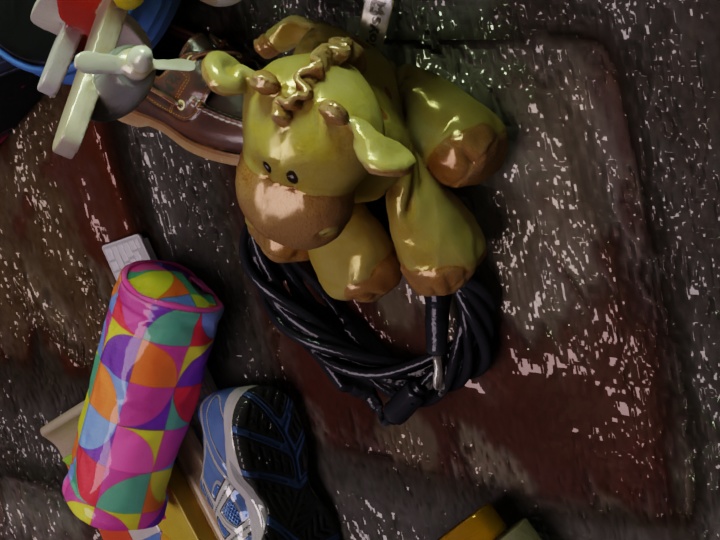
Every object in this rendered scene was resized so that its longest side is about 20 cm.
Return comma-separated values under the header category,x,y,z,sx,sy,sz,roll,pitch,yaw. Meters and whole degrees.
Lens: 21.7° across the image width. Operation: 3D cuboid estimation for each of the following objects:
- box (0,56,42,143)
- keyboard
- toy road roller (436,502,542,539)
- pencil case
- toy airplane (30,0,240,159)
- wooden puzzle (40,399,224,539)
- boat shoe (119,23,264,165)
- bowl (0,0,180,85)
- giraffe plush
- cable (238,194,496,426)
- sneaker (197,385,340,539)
category,x,y,z,sx,sy,sz,roll,pitch,yaw
box,-0.313,-0.140,1.376,0.106,0.122,0.200,56,137,4
keyboard,-0.139,0.068,1.414,0.056,0.011,0.201,-16,101,46
toy road roller,0.061,0.252,1.276,0.200,0.146,0.123,-38,84,9
pencil case,-0.159,0.093,1.369,0.088,0.088,0.201,30,116,27
toy airplane,-0.128,-0.174,1.080,0.140,0.199,0.201,12,105,2
wooden puzzle,-0.166,0.188,1.483,0.185,0.037,0.201,-30,91,49
boat shoe,-0.107,-0.122,1.234,0.199,0.070,0.071,19,128,35
bowl,-0.195,-0.224,1.235,0.200,0.039,0.202,3,95,37
giraffe plush,-0.013,-0.071,1.078,0.171,0.162,0.201,-3,99,17
cable,0.000,0.000,1.219,0.201,0.051,0.163,56,137,4
sneaker,-0.070,0.175,1.375,0.077,0.075,0.201,8,111,51
